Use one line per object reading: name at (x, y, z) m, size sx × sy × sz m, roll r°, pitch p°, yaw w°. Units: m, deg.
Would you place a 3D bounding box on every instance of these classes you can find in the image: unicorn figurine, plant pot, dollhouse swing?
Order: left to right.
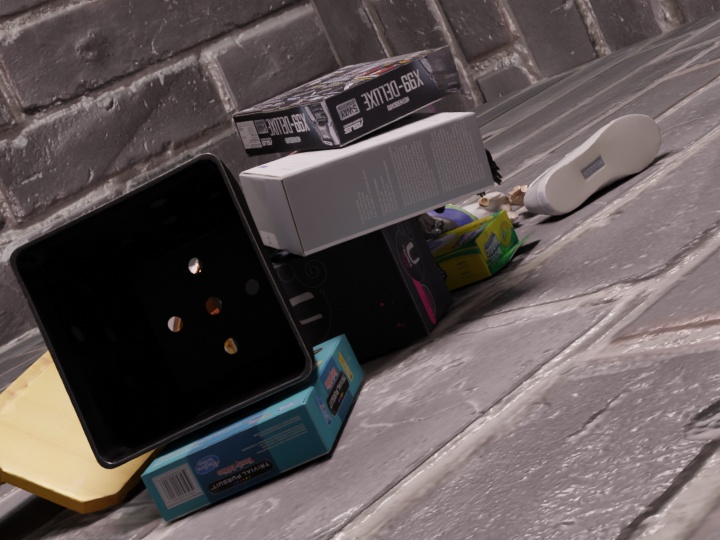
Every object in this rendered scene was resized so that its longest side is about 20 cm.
dollhouse swing at (-0.287, 0.193, 1.265) m, size 0.200 × 0.175 × 0.182 m, roll -51°, pitch -14°, yaw -49°
plant pot at (-0.153, 0.033, 1.128) m, size 0.199 × 0.201 × 0.177 m, roll -26°, pitch -3°, yaw 8°
unicorn figurine at (0.124, -0.062, 1.635) m, size 0.199 × 0.074 × 0.137 m, roll -8°, pitch 10°, yaw 6°

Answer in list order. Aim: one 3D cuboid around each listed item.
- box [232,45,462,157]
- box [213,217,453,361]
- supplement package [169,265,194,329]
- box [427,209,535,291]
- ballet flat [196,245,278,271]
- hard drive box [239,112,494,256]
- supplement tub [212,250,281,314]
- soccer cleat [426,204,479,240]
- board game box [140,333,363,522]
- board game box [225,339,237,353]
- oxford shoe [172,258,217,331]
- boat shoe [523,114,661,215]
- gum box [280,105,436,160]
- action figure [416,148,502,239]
box at (-0.017, -0.171, 1.305) m, size 0.157 × 0.050 × 0.200 m, roll -28°, pitch 16°, yaw -29°
box at (-0.027, 0.028, 1.292) m, size 0.199 × 0.123 × 0.106 m, roll -23°, pitch 8°, yaw 23°
supplement package at (-0.253, 0.081, 1.670) m, size 0.117 × 0.117 × 0.200 m, roll -19°, pitch 10°, yaw 40°
box at (0.092, -0.008, 1.432) m, size 0.199 × 0.049 × 0.117 m, roll -20°, pitch 11°, yaw 28°
ballet flat at (-0.145, -0.030, 1.364) m, size 0.068 × 0.069 × 0.200 m, roll -30°, pitch 6°, yaw -21°
hard drive box at (0.002, -0.087, 1.229) m, size 0.199 × 0.077 × 0.156 m, roll -20°, pitch 12°, yaw -16°
supplement tub at (-0.105, 0.017, 1.604) m, size 0.199 × 0.123 × 0.122 m, roll -28°, pitch 9°, yaw -18°
soccer cleat at (0.052, -0.065, 1.559) m, size 0.199 × 0.065 × 0.084 m, roll 18°, pitch 28°, yaw 28°
board game box at (-0.085, 0.130, 1.098) m, size 0.150 × 0.047 × 0.200 m, roll -25°, pitch 8°, yaw 13°
board game box at (-0.197, 0.106, 1.434) m, size 0.151 × 0.046 × 0.200 m, roll -20°, pitch 9°, yaw 35°
oxford shoe at (-0.152, 0.007, 1.492) m, size 0.200 × 0.071 × 0.071 m, roll -57°, pitch -13°, yaw -36°
boat shoe at (0.278, -0.124, 1.547) m, size 0.200 × 0.072 × 0.068 m, roll -39°, pitch 14°, yaw -23°
gum box at (-0.007, -0.117, 1.369) m, size 0.199 × 0.066 × 0.113 m, roll -33°, pitch 18°, yaw -11°
action figure at (0.054, -0.067, 1.415) m, size 0.199 × 0.102 × 0.119 m, roll -23°, pitch 15°, yaw 31°
